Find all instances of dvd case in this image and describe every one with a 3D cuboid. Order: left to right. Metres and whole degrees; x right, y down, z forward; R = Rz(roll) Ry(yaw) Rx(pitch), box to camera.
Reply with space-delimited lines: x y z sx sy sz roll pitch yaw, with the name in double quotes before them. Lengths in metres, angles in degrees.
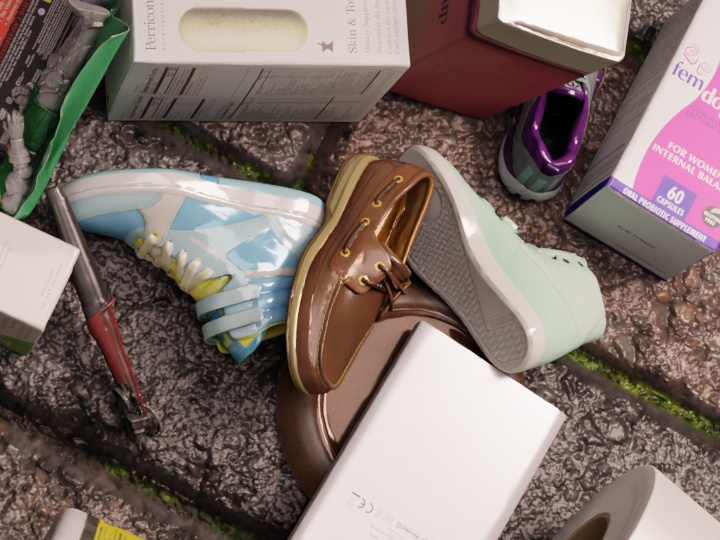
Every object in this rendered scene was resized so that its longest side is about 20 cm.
"dvd case" -0.314 -0.193 1.486 0.200 0.022 0.146 25 101 -12

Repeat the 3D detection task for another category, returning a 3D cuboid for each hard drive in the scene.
"hard drive" 0.048 0.156 1.508 0.132 0.025 0.200 33 72 -6

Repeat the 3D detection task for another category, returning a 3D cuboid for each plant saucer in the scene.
"plant saucer" 0.037 0.104 1.547 0.200 0.032 0.201 3 77 -13

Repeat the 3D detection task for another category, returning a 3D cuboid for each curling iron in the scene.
"curling iron" -0.184 0.033 1.480 0.026 0.050 0.200 -19 93 -18

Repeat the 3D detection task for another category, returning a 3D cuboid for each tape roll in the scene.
"tape roll" 0.194 0.257 1.465 0.139 0.203 0.203 41 71 -3

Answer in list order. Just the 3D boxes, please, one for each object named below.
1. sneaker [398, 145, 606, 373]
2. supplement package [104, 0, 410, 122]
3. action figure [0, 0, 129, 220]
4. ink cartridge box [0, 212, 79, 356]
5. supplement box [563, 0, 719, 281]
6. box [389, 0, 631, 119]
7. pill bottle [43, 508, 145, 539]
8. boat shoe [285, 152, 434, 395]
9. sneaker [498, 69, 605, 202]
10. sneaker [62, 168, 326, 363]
"sneaker" 0.107 -0.013 1.580 0.118 0.074 0.201 -10 61 -45
"supplement package" -0.082 -0.201 1.517 0.200 0.151 0.152 -1 79 -15
"action figure" -0.226 -0.107 1.467 0.055 0.118 0.200 22 112 -14
"ink cartridge box" -0.305 -0.018 1.437 0.200 0.117 0.067 26 73 -8
"supplement box" 0.258 -0.109 1.614 0.101 0.103 0.200 30 71 -6
"box" 0.105 -0.204 1.534 0.109 0.200 0.128 15 75 -24
"pill bottle" -0.139 0.253 1.424 0.200 0.112 0.113 27 73 -8
"boat shoe" 0.000 0.000 1.507 0.067 0.072 0.200 4 58 27
"sneaker" 0.164 -0.154 1.605 0.074 0.088 0.200 14 75 -11
"sneaker" -0.123 -0.001 1.502 0.200 0.080 0.131 6 75 -13
